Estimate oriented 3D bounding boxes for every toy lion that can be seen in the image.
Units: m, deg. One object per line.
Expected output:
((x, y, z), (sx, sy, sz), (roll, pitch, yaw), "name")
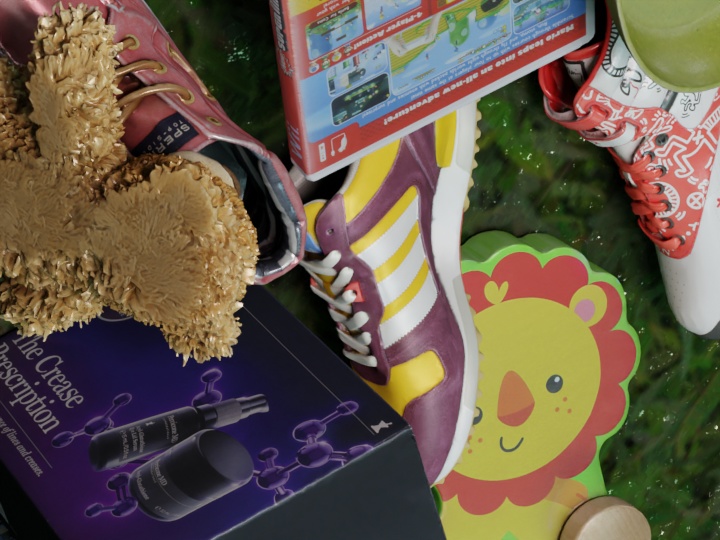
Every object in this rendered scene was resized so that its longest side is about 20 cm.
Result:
((0.049, 0.084, 1.220), (0.199, 0.069, 0.193), (-26, 117, -16), "toy lion")

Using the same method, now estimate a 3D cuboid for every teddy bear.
((-0.123, -0.036, 0.992), (0.067, 0.199, 0.146), (-31, 118, -55), "teddy bear")

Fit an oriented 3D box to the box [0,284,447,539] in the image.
((-0.073, 0.080, 1.055), (0.140, 0.200, 0.079), (-26, 124, -17), "box")

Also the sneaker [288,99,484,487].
((0.000, 0.000, 1.116), (0.090, 0.075, 0.202), (-1, 89, -35), "sneaker")

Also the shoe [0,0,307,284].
((-0.096, -0.074, 1.034), (0.071, 0.091, 0.200), (-45, 127, -3), "shoe")

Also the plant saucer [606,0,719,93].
((0.154, -0.171, 1.031), (0.200, 0.031, 0.201), (-32, 136, -37), "plant saucer")

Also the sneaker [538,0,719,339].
((0.133, -0.060, 1.191), (0.107, 0.067, 0.203), (-8, 113, -26), "sneaker")

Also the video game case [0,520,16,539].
((-0.088, 0.116, 1.099), (0.199, 0.143, 0.018), (-28, 122, -15), "video game case")

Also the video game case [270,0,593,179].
((0.028, -0.137, 0.980), (0.142, 0.017, 0.201), (-28, 142, -17), "video game case")
